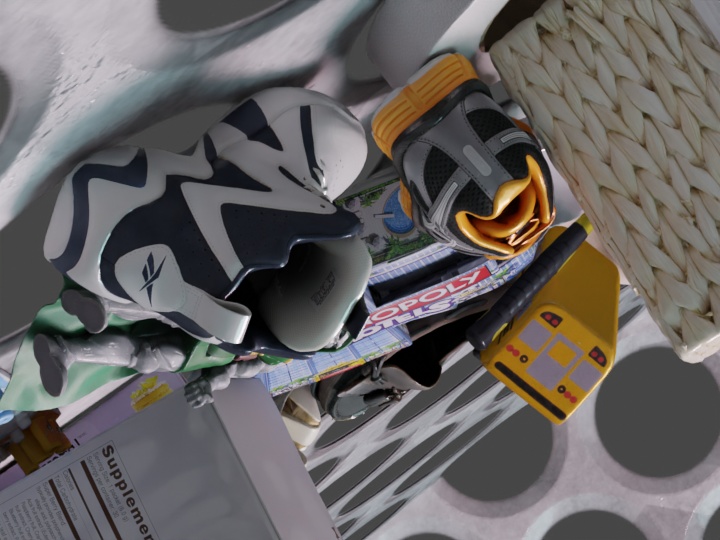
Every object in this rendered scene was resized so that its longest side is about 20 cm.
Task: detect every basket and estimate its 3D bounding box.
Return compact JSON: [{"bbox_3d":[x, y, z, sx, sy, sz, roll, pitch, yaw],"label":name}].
[{"bbox_3d":[0.166,-0.062,1.121,0.123,0.201,0.136,-32,170,10],"label":"basket"}]

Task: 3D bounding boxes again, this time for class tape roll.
[{"bbox_3d":[0.091,-0.155,1.097,0.202,0.037,0.203,-37,169,-8],"label":"tape roll"}]

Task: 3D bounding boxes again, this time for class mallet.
[{"bbox_3d":[0.134,-0.032,1.301,0.200,0.041,0.066,-45,171,-20],"label":"mallet"}]

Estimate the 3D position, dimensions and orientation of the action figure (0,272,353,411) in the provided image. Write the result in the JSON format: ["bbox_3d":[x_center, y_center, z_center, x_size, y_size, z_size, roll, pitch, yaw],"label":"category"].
[{"bbox_3d":[-0.074,0.028,1.110,0.199,0.055,0.118,-2,137,-49],"label":"action figure"}]

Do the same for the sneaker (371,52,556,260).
[{"bbox_3d":[0.063,-0.037,1.115,0.078,0.077,0.200,-43,159,5],"label":"sneaker"}]

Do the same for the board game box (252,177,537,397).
[{"bbox_3d":[0.000,0.000,1.263,0.199,0.062,0.200,-21,166,7],"label":"board game box"}]

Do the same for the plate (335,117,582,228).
[{"bbox_3d":[0.058,-0.042,1.388,0.199,0.033,0.200,-21,167,-10],"label":"plate"}]

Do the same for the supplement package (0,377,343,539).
[{"bbox_3d":[-0.128,0.157,1.250,0.199,0.120,0.121,-30,170,10],"label":"supplement package"}]

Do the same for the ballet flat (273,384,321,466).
[{"bbox_3d":[-0.060,0.108,1.477,0.068,0.063,0.200,-65,177,30],"label":"ballet flat"}]

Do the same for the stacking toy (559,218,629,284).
[{"bbox_3d":[0.207,-0.096,1.572,0.146,0.146,0.200,-47,-178,41],"label":"stacking toy"}]

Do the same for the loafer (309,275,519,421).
[{"bbox_3d":[0.033,0.046,1.422,0.071,0.063,0.200,-10,151,-41],"label":"loafer"}]

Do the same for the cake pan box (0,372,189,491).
[{"bbox_3d":[-0.185,0.150,1.448,0.184,0.052,0.200,-33,169,-14],"label":"cake pan box"}]

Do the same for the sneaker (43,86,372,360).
[{"bbox_3d":[-0.030,-0.014,0.998,0.199,0.129,0.080,-15,133,-56],"label":"sneaker"}]

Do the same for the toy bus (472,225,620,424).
[{"bbox_3d":[0.122,0.030,1.439,0.078,0.065,0.200,-51,-175,19],"label":"toy bus"}]

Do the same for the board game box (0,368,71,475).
[{"bbox_3d":[-0.253,0.132,1.201,0.199,0.026,0.200,-38,170,-4],"label":"board game box"}]
